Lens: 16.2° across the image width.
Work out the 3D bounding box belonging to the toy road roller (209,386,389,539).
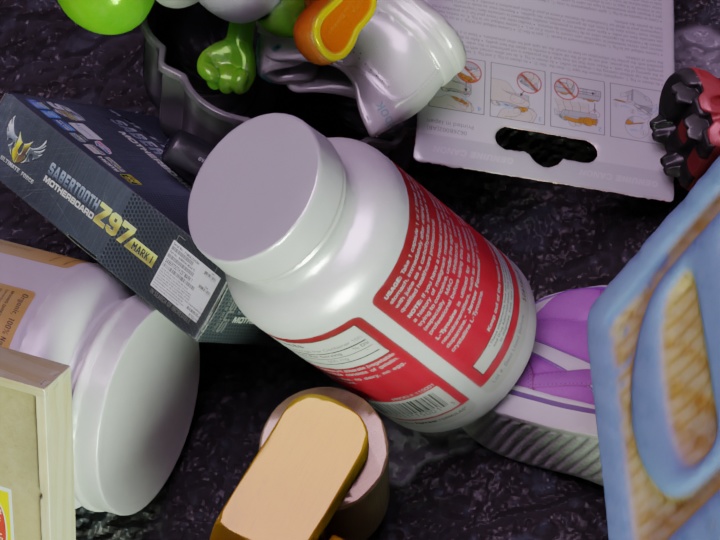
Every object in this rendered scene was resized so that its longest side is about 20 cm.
[{"bbox_3d":[-0.015,0.179,1.343,0.145,0.123,0.201,25,71,11],"label":"toy road roller"}]

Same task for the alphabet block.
[{"bbox_3d":[0.244,0.067,1.223,0.199,0.197,0.196,11,56,-20],"label":"alphabet block"}]

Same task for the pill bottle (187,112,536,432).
[{"bbox_3d":[0.000,0.000,1.345,0.112,0.200,0.113,-19,55,28],"label":"pill bottle"}]

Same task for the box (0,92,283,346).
[{"bbox_3d":[-0.103,-0.028,1.463,0.200,0.157,0.051,38,106,29],"label":"box"}]

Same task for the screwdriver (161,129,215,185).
[{"bbox_3d":[-0.025,-0.023,1.448,0.199,0.028,0.029,29,53,-13],"label":"screwdriver"}]

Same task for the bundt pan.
[{"bbox_3d":[-0.042,-0.116,1.514,0.200,0.076,0.203,10,44,-10],"label":"bundt pan"}]

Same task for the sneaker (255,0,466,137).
[{"bbox_3d":[-0.038,-0.148,1.451,0.200,0.075,0.089,37,78,30],"label":"sneaker"}]

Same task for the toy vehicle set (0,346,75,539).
[{"bbox_3d":[-0.215,0.128,1.379,0.124,0.201,0.027,15,32,20],"label":"toy vehicle set"}]

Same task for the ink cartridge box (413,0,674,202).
[{"bbox_3d":[0.107,-0.130,1.507,0.161,0.050,0.201,9,63,-10],"label":"ink cartridge box"}]

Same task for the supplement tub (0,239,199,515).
[{"bbox_3d":[-0.206,0.056,1.443,0.199,0.145,0.145,14,64,21],"label":"supplement tub"}]

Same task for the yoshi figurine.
[{"bbox_3d":[-0.096,-0.159,1.400,0.199,0.112,0.113,15,96,44],"label":"yoshi figurine"}]

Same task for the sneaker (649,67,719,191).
[{"bbox_3d":[0.235,-0.025,1.425,0.097,0.071,0.202,-8,70,-17],"label":"sneaker"}]

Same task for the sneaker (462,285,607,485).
[{"bbox_3d":[0.159,0.064,1.384,0.200,0.073,0.115,20,61,32],"label":"sneaker"}]
